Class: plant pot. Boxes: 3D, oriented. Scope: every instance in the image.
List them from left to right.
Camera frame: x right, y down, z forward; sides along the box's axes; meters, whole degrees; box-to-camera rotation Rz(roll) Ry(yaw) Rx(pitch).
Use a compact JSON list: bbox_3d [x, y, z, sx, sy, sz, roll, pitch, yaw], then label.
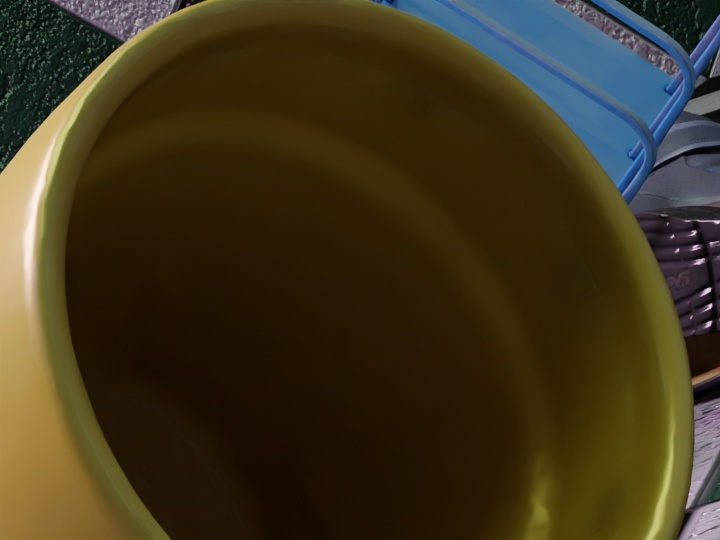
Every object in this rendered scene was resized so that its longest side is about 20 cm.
[{"bbox_3d":[-0.040,0.051,0.821,0.200,0.201,0.189,-22,-9,-39],"label":"plant pot"}]

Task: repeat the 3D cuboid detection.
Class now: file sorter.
[{"bbox_3d":[0.061,-0.078,1.170,0.200,0.138,0.123,-57,0,-41],"label":"file sorter"}]

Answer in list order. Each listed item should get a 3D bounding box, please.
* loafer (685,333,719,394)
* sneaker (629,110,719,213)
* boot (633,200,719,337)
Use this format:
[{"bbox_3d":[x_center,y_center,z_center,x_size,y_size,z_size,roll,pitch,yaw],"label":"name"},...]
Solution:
[{"bbox_3d":[0.079,0.036,1.225,0.199,0.073,0.072,-20,8,8],"label":"loafer"},{"bbox_3d":[0.121,-0.015,1.381,0.201,0.077,0.146,-11,24,-15],"label":"sneaker"},{"bbox_3d":[0.200,-0.005,1.111,0.131,0.070,0.200,-10,17,-25],"label":"boot"}]
